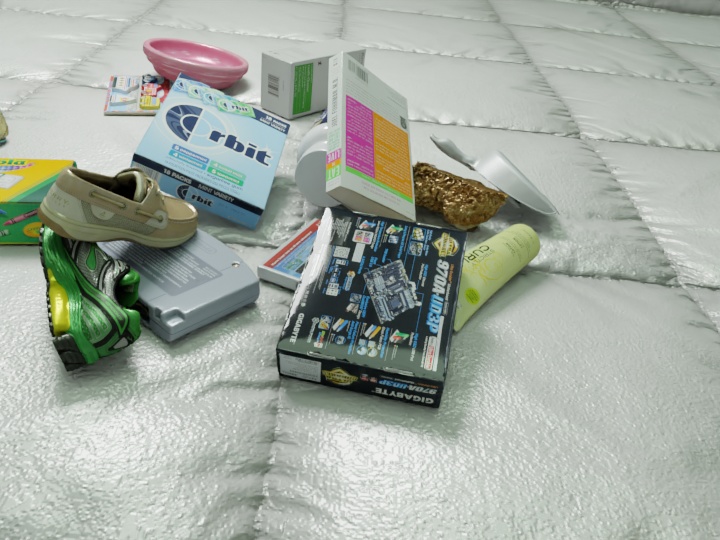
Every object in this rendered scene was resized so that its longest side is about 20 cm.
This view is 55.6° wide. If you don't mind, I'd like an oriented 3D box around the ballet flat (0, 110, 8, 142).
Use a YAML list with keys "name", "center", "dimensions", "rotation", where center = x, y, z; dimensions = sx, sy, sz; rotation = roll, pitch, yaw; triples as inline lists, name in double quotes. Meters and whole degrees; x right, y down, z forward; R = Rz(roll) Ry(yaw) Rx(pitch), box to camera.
- name: "ballet flat"
  center: [-0.584, -0.189, 0.949]
  dimensions: [0.070, 0.071, 0.200]
  rotation: [20, 34, 20]

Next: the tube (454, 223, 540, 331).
- name: "tube"
  center: [0.143, 0.001, 0.800]
  dimensions: [0.058, 0.052, 0.200]
  rotation: [16, 32, 39]

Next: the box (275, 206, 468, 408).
- name: "box"
  center: [0.018, 0.028, 0.688]
  dimensions: [0.158, 0.046, 0.201]
  rotation: [10, 48, 6]

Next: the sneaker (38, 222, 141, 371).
- name: "sneaker"
  center: [-0.263, 0.010, 0.673]
  dimensions: [0.085, 0.078, 0.200]
  rotation: [-14, 51, -19]

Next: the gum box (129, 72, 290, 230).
- name: "gum box"
  center: [-0.194, -0.163, 0.913]
  dimensions: [0.169, 0.045, 0.201]
  rotation: [23, 43, -15]

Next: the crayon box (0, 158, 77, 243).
- name: "crayon box"
  center: [-0.450, -0.085, 0.815]
  dimensions: [0.199, 0.058, 0.119]
  rotation: [-1, 33, -11]

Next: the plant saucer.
- name: "plant saucer"
  center: [-0.320, -0.400, 1.326]
  dimensions: [0.200, 0.051, 0.201]
  rotation: [13, 26, -7]

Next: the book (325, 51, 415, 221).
- name: "book"
  center: [0.012, -0.168, 0.888]
  dimensions: [0.133, 0.048, 0.201]
  rotation: [25, 56, -43]

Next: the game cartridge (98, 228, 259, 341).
- name: "game cartridge"
  center: [-0.211, -0.002, 0.751]
  dimensions: [0.200, 0.041, 0.133]
  rotation: [30, 43, 32]

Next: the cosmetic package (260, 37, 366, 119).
- name: "cosmetic package"
  center: [-0.088, -0.363, 1.280]
  dimensions: [0.085, 0.108, 0.200]
  rotation: [30, 40, 32]

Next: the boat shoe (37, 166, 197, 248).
- name: "boat shoe"
  center: [-0.233, -0.069, 0.708]
  dimensions: [0.072, 0.065, 0.200]
  rotation: [38, 17, 22]

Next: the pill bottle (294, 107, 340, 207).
- name: "pill bottle"
  center: [-0.027, -0.170, 0.978]
  dimensions: [0.111, 0.112, 0.200]
  rotation: [11, 32, 7]

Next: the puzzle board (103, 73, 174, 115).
- name: "puzzle board"
  center: [-0.385, -0.326, 1.250]
  dimensions: [0.150, 0.017, 0.200]
  rotation: [-2, 33, -15]

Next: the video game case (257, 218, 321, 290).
- name: "video game case"
  center: [0.000, 0.000, 0.803]
  dimensions: [0.199, 0.018, 0.143]
  rotation: [19, 34, 18]

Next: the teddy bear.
- name: "teddy bear"
  center: [0.110, -0.108, 0.960]
  dimensions: [0.199, 0.067, 0.145]
  rotation: [26, 19, 29]

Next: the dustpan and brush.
- name: "dustpan and brush"
  center: [0.187, -0.144, 0.985]
  dimensions: [0.200, 0.057, 0.140]
  rotation: [42, 17, -10]
